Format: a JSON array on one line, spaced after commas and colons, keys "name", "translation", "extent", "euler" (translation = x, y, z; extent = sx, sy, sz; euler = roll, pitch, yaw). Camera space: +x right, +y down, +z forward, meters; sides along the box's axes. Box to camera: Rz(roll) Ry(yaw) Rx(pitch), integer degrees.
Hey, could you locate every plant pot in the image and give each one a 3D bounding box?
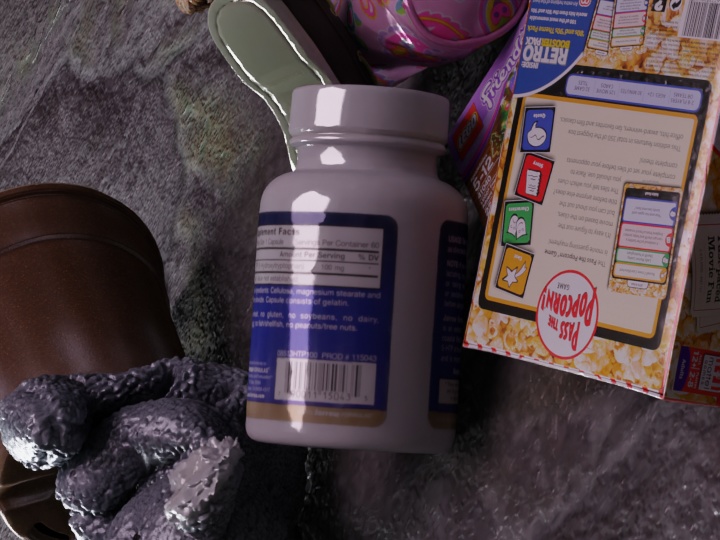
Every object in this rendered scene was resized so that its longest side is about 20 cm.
[{"name": "plant pot", "translation": [-0.201, 0.078, 1.648], "extent": [0.200, 0.200, 0.198], "euler": [-60, 38, 23]}]

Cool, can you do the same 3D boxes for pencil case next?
[{"name": "pencil case", "translation": [0.033, -0.161, 1.434], "extent": [0.200, 0.087, 0.088], "euler": [167, 118, -73]}]

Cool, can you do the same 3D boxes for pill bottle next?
[{"name": "pill bottle", "translation": [0.000, 0.000, 1.354], "extent": [0.120, 0.120, 0.200], "euler": [-1, 84, 62]}]

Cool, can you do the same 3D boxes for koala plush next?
[{"name": "koala plush", "translation": [-0.098, 0.148, 1.415], "extent": [0.200, 0.184, 0.177], "euler": [-142, 38, -67]}]

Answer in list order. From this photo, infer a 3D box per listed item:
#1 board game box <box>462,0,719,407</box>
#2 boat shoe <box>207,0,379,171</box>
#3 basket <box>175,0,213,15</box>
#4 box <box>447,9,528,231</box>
[{"name": "board game box", "translation": [0.132, -0.044, 1.196], "extent": [0.151, 0.046, 0.200], "euler": [14, 94, 51]}, {"name": "boat shoe", "translation": [-0.016, -0.100, 1.444], "extent": [0.072, 0.201, 0.061], "euler": [-12, 32, 35]}, {"name": "basket", "translation": [-0.053, -0.279, 1.587], "extent": [0.143, 0.149, 0.200], "euler": [98, 170, -50]}, {"name": "box", "translation": [0.125, -0.105, 1.309], "extent": [0.200, 0.039, 0.137], "euler": [-58, 29, 26]}]
